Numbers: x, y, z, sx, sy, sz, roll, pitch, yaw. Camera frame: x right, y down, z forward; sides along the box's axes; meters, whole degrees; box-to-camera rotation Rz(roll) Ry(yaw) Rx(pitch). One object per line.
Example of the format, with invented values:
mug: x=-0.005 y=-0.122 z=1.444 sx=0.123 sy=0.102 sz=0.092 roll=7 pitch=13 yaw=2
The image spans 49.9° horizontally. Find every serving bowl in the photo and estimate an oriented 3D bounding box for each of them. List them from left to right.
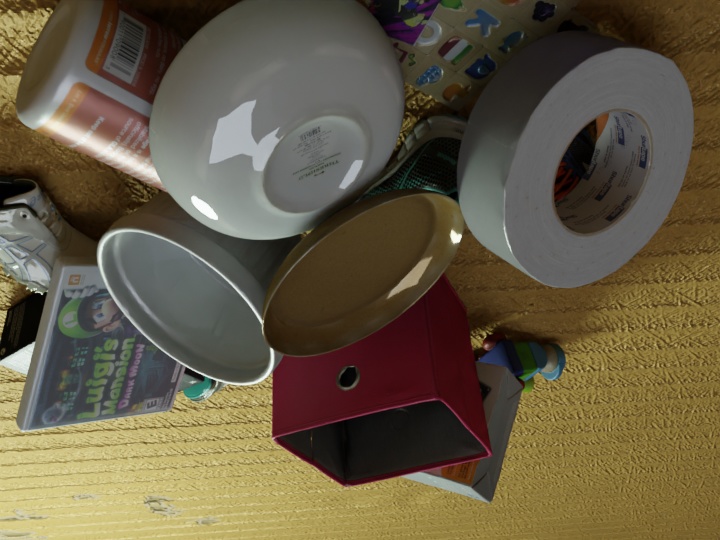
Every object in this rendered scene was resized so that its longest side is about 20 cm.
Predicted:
serving bowl: x=-0.046 y=-0.095 z=0.557 sx=0.199 sy=0.066 sz=0.201 roll=-23 pitch=142 yaw=-19

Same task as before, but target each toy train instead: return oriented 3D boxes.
toy train: x=0.199 y=0.164 z=1.117 sx=0.115 sy=0.085 sz=0.200 roll=-2 pitch=149 yaw=-29

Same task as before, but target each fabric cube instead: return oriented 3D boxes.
fabric cube: x=0.023 y=0.112 z=0.901 sx=0.195 sy=0.201 sz=0.200 roll=-16 pitch=145 yaw=18

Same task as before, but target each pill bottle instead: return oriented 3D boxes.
pill bottle: x=-0.151 y=-0.122 z=0.605 sx=0.199 sy=0.113 sz=0.112 roll=26 pitch=136 yaw=-38

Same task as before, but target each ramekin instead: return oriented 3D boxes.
ramekin: x=-0.140 y=0.004 z=0.742 sx=0.199 sy=0.105 sz=0.201 roll=20 pitch=141 yaw=17

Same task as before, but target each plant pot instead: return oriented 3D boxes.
plant pot: x=0.000 y=0.000 z=0.660 sx=0.199 sy=0.028 sz=0.201 roll=-28 pitch=151 yaw=-17

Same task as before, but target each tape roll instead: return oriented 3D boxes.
tape roll: x=0.179 y=-0.089 z=0.638 sx=0.199 sy=0.066 sz=0.202 roll=-14 pitch=121 yaw=-25

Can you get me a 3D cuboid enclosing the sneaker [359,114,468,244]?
sneaker: x=0.044 y=-0.057 z=0.745 sx=0.077 sy=0.092 sz=0.200 roll=12 pitch=143 yaw=-22

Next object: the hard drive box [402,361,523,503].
hard drive box: x=0.090 y=0.192 z=1.003 sx=0.199 sy=0.157 sz=0.077 roll=6 pitch=156 yaw=34

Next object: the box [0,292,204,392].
box: x=-0.307 y=0.092 z=0.938 sx=0.140 sy=0.079 sz=0.200 roll=-22 pitch=142 yaw=28

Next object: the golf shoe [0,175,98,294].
golf shoe: x=-0.318 y=-0.040 z=0.747 sx=0.199 sy=0.079 sz=0.097 roll=24 pitch=131 yaw=-38

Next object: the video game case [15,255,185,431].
video game case: x=-0.259 y=0.077 z=0.833 sx=0.181 sy=0.023 sz=0.201 roll=0 pitch=119 yaw=-45

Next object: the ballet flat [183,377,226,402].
ballet flat: x=-0.176 y=0.120 z=1.011 sx=0.063 sy=0.068 sz=0.200 roll=3 pitch=148 yaw=-31

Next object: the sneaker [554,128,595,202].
sneaker: x=0.210 y=-0.079 z=0.745 sx=0.199 sy=0.079 sz=0.075 roll=23 pitch=137 yaw=-35

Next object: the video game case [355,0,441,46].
video game case: x=-0.013 y=-0.249 z=0.494 sx=0.198 sy=0.036 sz=0.181 roll=13 pitch=143 yaw=-21

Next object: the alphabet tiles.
alphabet tiles: x=0.085 y=-0.204 z=0.608 sx=0.199 sy=0.006 sz=0.166 roll=20 pitch=139 yaw=-32
